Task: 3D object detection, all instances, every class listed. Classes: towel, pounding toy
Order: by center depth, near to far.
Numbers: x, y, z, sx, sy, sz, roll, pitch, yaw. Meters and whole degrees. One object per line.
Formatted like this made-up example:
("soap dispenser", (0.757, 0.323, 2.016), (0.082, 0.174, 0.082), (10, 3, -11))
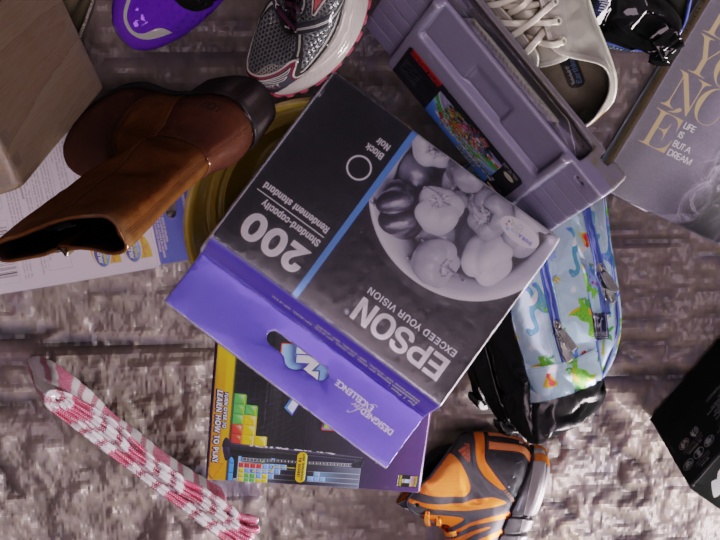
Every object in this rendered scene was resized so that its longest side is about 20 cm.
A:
("pounding toy", (-0.316, -0.123, 1.063), (0.200, 0.184, 0.142), (-12, 117, 20))
("towel", (-0.172, 0.135, 1.228), (0.200, 0.146, 0.030), (40, 83, -18))

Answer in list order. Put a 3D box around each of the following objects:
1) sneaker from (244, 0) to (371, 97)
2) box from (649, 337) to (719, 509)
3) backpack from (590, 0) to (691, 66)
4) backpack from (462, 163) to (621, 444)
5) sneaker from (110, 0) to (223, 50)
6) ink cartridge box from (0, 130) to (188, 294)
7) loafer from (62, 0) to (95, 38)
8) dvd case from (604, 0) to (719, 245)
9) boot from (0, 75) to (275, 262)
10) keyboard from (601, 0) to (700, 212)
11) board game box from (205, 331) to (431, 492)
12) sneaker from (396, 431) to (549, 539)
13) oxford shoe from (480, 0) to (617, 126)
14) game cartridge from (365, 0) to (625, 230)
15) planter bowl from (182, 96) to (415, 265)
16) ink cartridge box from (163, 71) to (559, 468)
("sneaker", (-0.031, -0.208, 1.053), (0.075, 0.081, 0.200), (0, 127, -45))
("box", (0.369, 0.146, 1.293), (0.200, 0.124, 0.149), (34, 104, -17))
("backpack", (0.133, -0.256, 1.100), (0.199, 0.147, 0.183), (7, 117, -8))
("backpack", (0.127, 0.005, 1.209), (0.153, 0.163, 0.200), (-27, 105, -4))
("sneaker", (-0.100, -0.228, 1.114), (0.200, 0.100, 0.070), (-40, 107, 9))
("ink cartridge box", (-0.228, -0.051, 1.203), (0.199, 0.042, 0.120), (-9, 111, 1))
("loafer", (-0.214, -0.231, 1.118), (0.075, 0.070, 0.200), (14, 109, -11))
("dvd case", (0.292, -0.123, 1.230), (0.148, 0.016, 0.200), (23, 107, -20))
("boot", (-0.173, -0.053, 1.058), (0.188, 0.200, 0.069), (0, 122, 32))
("keyboard", (0.252, -0.142, 1.231), (0.056, 0.011, 0.200), (26, 106, -14))
("board game box", (-0.026, 0.064, 1.175), (0.165, 0.057, 0.200), (4, 116, -4))
("sneaker", (0.078, 0.225, 1.329), (0.112, 0.078, 0.201), (15, 98, -7))
("oxford shoe", (0.114, -0.172, 1.035), (0.075, 0.058, 0.200), (-18, 121, 24))
("game cartridge", (0.085, -0.116, 1.075), (0.038, 0.130, 0.200), (-39, 89, -21))
("planter bowl", (-0.032, -0.050, 1.195), (0.200, 0.084, 0.201), (-2, 117, -3))
("ink cartridge box", (0.000, 0.000, 1.088), (0.198, 0.043, 0.200), (36, 85, -1))
